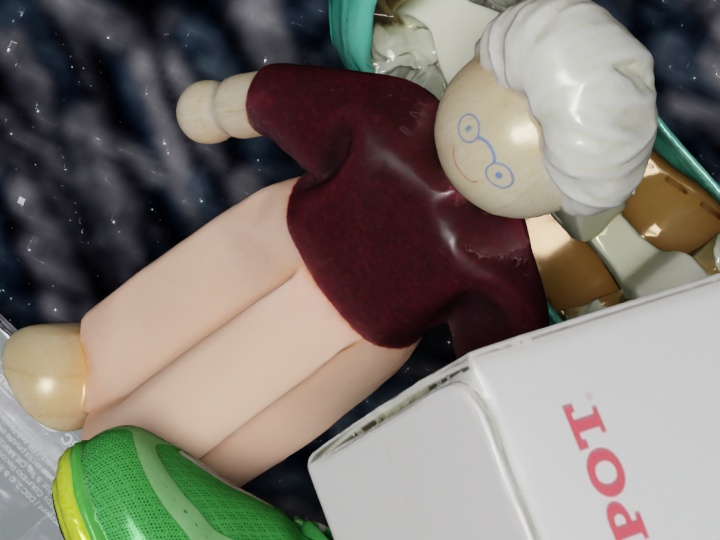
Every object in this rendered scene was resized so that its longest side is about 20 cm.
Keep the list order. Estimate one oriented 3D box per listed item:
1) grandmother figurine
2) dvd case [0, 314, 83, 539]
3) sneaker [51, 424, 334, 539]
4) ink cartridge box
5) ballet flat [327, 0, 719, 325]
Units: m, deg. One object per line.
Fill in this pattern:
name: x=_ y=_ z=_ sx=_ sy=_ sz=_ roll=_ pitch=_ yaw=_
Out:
grandmother figurine: x=0.000 y=0.000 z=0.732 sx=0.121 sy=0.061 sz=0.200 roll=45 pitch=129 yaw=-7
dvd case: x=-0.153 y=0.096 z=0.815 sx=0.149 sy=0.016 sz=0.200 roll=44 pitch=95 yaw=-1
sneaker: x=0.016 y=0.091 z=0.730 sx=0.200 sy=0.074 sz=0.084 roll=33 pitch=103 yaw=-5
ink cartridge box: x=0.108 y=0.072 z=0.678 sx=0.200 sy=0.086 sz=0.148 roll=-15 pitch=79 yaw=-30
ballet flat: x=0.062 y=-0.010 z=0.765 sx=0.067 sy=0.070 sz=0.200 roll=-42 pitch=91 yaw=5
